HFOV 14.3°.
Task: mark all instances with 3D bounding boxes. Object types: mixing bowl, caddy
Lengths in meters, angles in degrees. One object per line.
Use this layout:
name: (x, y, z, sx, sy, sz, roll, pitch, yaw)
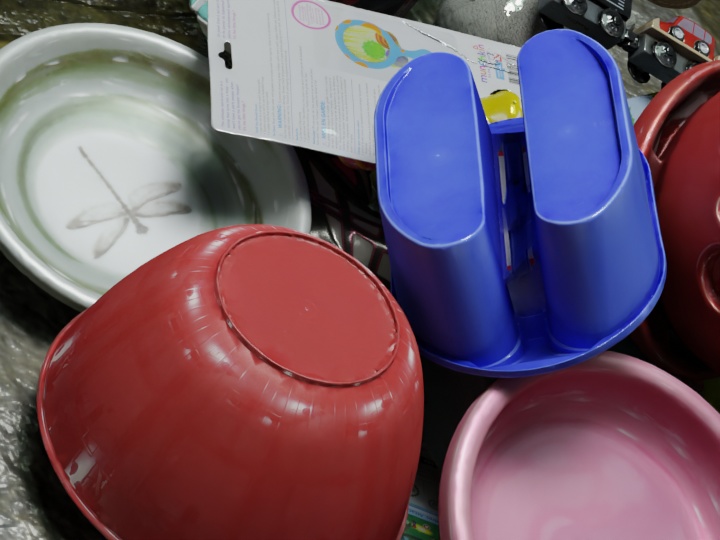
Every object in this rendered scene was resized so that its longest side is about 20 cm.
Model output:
mixing bowl: (-0.046, 0.051, 1.391, 0.199, 0.109, 0.201, 17, 42, -16)
caddy: (0.079, -0.030, 1.465, 0.141, 0.105, 0.200, -10, 40, 7)

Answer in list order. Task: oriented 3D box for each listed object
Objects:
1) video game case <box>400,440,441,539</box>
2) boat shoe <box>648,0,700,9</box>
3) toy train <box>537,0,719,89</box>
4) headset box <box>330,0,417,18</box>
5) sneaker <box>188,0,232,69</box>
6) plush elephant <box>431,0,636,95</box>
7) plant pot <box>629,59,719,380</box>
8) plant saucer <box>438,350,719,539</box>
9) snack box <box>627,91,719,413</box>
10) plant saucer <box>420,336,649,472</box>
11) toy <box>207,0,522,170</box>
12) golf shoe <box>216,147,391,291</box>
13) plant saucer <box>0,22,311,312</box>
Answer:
video game case: (-0.022, 0.125, 1.446, 0.199, 0.024, 0.182, 21, 35, -14)
boat shoe: (0.157, -0.206, 1.740, 0.200, 0.071, 0.065, 39, 45, -47)
toy train: (0.186, -0.126, 1.691, 0.200, 0.034, 0.046, 27, 54, -26)
headset box: (0.011, -0.231, 1.770, 0.075, 0.149, 0.200, 44, 3, 20)
sneaker: (-0.016, -0.097, 1.678, 0.200, 0.091, 0.078, 36, 54, 16)
plush elephant: (0.092, -0.139, 1.735, 0.199, 0.155, 0.165, 2, 77, -19)
plant pot: (0.240, -0.020, 1.536, 0.182, 0.201, 0.200, 10, 17, 40)
plant saucer: (0.120, 0.140, 1.434, 0.200, 0.051, 0.201, 13, 62, -25)
snack box: (0.183, -0.002, 1.678, 0.142, 0.053, 0.201, -15, 77, -47)
plant saucer: (0.101, 0.059, 1.534, 0.200, 0.036, 0.201, 27, 50, -38)
toy: (0.007, -0.089, 1.590, 0.199, 0.047, 0.115, 9, 48, -15)
golf shoe: (0.000, 0.000, 1.600, 0.088, 0.077, 0.200, -36, 68, -30)
plant saucer: (-0.126, -0.041, 1.541, 0.199, 0.050, 0.201, 15, 50, -19)
